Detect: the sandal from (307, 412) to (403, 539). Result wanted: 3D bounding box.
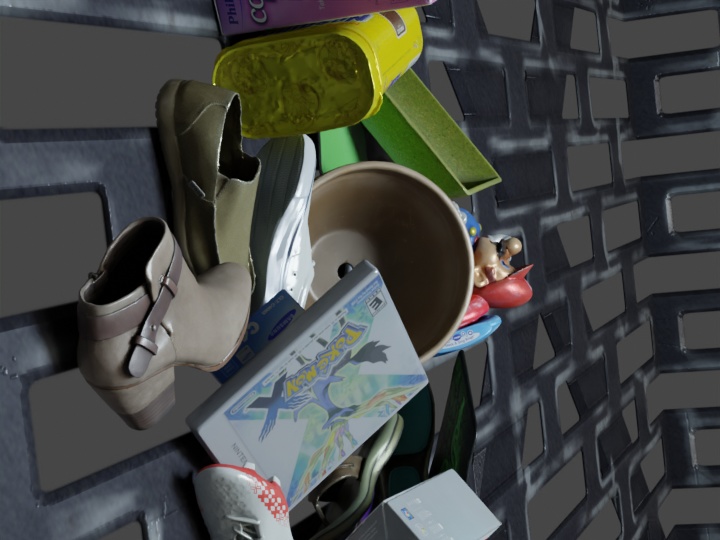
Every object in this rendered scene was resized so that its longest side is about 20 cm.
[{"bbox_3d":[-0.020,0.202,1.514,0.057,0.080,0.201,38,42,-7],"label":"sandal"}]

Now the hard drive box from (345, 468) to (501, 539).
[{"bbox_3d":[0.029,0.276,1.477,0.077,0.156,0.200,47,16,13],"label":"hard drive box"}]

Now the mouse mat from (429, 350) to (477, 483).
[{"bbox_3d":[0.094,0.204,1.654,0.161,0.008,0.200,-95,-167,-60],"label":"mouse mat"}]

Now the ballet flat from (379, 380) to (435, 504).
[{"bbox_3d":[0.045,0.207,1.697,0.069,0.069,0.200,41,50,-62],"label":"ballet flat"}]

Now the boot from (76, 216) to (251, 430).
[{"bbox_3d":[-0.143,0.018,1.181,0.146,0.070,0.200,83,26,-43],"label":"boot"}]

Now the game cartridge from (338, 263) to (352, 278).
[{"bbox_3d":[-0.006,0.065,1.618,0.133,0.041,0.200,60,31,-57],"label":"game cartridge"}]

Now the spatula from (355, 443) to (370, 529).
[{"bbox_3d":[0.006,0.190,1.631,0.057,0.021,0.200,94,-1,-60],"label":"spatula"}]

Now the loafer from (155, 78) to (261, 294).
[{"bbox_3d":[-0.116,-0.061,1.302,0.076,0.067,0.200,-54,134,-61],"label":"loafer"}]

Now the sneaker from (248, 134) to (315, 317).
[{"bbox_3d":[-0.073,-0.024,1.400,0.071,0.073,0.200,34,64,-51],"label":"sneaker"}]

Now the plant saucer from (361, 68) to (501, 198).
[{"bbox_3d":[0.056,-0.152,1.709,0.200,0.048,0.200,51,16,4],"label":"plant saucer"}]

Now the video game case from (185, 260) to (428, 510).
[{"bbox_3d":[-0.039,0.110,1.343,0.200,0.022,0.182,-42,143,-13],"label":"video game case"}]

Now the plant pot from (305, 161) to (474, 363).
[{"bbox_3d":[0.000,0.000,1.502,0.093,0.201,0.201,174,-89,-72],"label":"plant pot"}]

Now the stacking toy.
[{"bbox_3d":[0.067,-0.010,1.721,0.110,0.116,0.200,177,-104,-76],"label":"stacking toy"}]

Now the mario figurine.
[{"bbox_3d":[0.129,-0.045,1.796,0.200,0.106,0.123,49,51,1],"label":"mario figurine"}]

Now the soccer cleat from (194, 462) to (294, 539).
[{"bbox_3d":[-0.088,0.234,1.311,0.200,0.069,0.085,70,20,-46],"label":"soccer cleat"}]

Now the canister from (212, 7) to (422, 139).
[{"bbox_3d":[-0.033,-0.192,1.449,0.200,0.148,0.087,-52,133,-64],"label":"canister"}]

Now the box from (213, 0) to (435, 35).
[{"bbox_3d":[-0.014,-0.289,1.441,0.176,0.200,0.097,-46,127,-63],"label":"box"}]

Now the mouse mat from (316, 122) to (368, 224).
[{"bbox_3d":[-0.017,-0.121,1.616,0.161,0.008,0.200,59,19,-48],"label":"mouse mat"}]

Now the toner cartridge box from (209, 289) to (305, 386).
[{"bbox_3d":[-0.055,0.106,1.384,0.095,0.043,0.200,-42,143,-6],"label":"toner cartridge box"}]
